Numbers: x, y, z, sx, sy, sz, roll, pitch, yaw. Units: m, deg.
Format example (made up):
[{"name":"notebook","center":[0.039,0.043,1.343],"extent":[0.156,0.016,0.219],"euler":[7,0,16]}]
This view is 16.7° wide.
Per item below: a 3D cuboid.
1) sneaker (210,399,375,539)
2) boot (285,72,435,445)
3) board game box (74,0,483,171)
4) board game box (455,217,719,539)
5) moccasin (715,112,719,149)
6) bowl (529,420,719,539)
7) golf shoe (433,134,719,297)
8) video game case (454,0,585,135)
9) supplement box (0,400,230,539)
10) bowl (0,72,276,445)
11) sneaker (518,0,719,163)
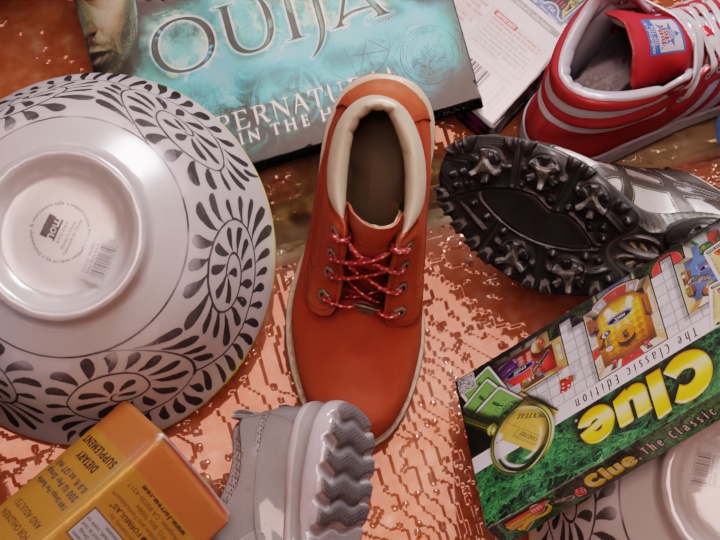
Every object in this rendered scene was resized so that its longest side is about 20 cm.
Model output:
[{"name":"sneaker","center":[-0.048,0.164,1.257],"extent":[0.082,0.075,0.200],"euler":[4,74,34]},{"name":"boot","center":[0.000,0.000,1.261],"extent":[0.075,0.107,0.200],"euler":[4,97,-1]},{"name":"board game box","center":[-0.047,-0.127,1.331],"extent":[0.200,0.028,0.135],"euler":[-16,81,3]},{"name":"board game box","center":[0.139,0.048,1.229],"extent":[0.200,0.023,0.105],"euler":[-34,43,21]},{"name":"moccasin","center":[0.271,-0.021,1.306],"extent":[0.200,0.068,0.080],"euler":[40,68,-4]},{"name":"bowl","center":[0.190,0.118,1.252],"extent":[0.200,0.094,0.201],"euler":[1,73,-3]},{"name":"golf shoe","center":[0.137,-0.023,1.310],"extent":[0.200,0.094,0.078],"euler":[22,109,7]},{"name":"video game case","center":[0.057,-0.200,1.379],"extent":[0.200,0.036,0.181],"euler":[40,77,9]},{"name":"supplement box","center":[-0.165,0.158,1.224],"extent":[0.200,0.067,0.069],"euler":[-43,116,-9]},{"name":"bowl","center":[-0.147,-0.012,1.261],"extent":[0.200,0.094,0.201],"euler":[-1,83,4]},{"name":"sneaker","center":[0.180,-0.126,1.322],"extent":[0.200,0.112,0.071],"euler":[-30,75,-13]}]
